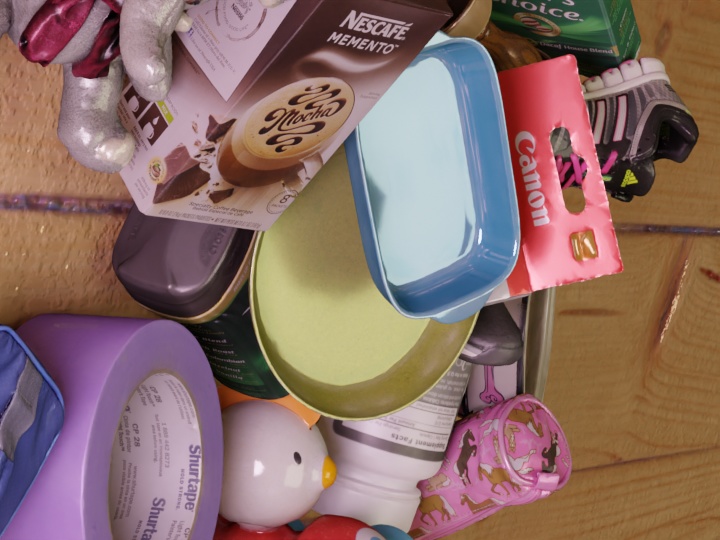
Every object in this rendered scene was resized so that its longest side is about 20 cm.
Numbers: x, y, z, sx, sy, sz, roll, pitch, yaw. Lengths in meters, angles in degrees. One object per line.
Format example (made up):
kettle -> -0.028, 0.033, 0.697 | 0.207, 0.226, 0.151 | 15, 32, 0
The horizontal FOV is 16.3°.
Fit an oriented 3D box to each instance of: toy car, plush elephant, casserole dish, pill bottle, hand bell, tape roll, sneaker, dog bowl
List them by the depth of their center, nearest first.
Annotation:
plush elephant -> -0.134, -0.158, 1.421 | 0.165, 0.155, 0.201 | 29, 73, -41
tape roll -> -0.166, 0.128, 1.596 | 0.200, 0.085, 0.201 | 2, 90, -68
casserole dish -> 0.043, -0.063, 1.661 | 0.121, 0.039, 0.201 | -23, 113, -32
hand bell -> 0.082, -0.170, 1.761 | 0.200, 0.104, 0.104 | 31, 80, -57
toy car -> -0.053, 0.165, 1.804 | 0.184, 0.176, 0.201 | -32, 126, -65
sneaker -> 0.169, -0.085, 1.821 | 0.200, 0.087, 0.074 | -27, 154, -32
sneaker -> 0.058, -0.027, 1.823 | 0.075, 0.200, 0.116 | -9, 133, -49
pill bottle -> 0.022, 0.094, 1.944 | 0.114, 0.114, 0.201 | 9, 100, -63
dog bowl -> 0.113, 0.038, 2.066 | 0.200, 0.074, 0.201 | 5, 90, -79

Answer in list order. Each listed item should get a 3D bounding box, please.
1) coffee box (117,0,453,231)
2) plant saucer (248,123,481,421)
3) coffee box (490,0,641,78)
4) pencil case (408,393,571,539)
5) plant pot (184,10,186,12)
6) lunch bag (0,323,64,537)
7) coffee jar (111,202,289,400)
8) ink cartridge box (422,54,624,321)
coffee box -> -0.054, -0.122, 1.541 | 0.113, 0.080, 0.200 | 7, 133, -48
plant saucer -> 0.000, 0.000, 1.685 | 0.200, 0.031, 0.201 | -9, 104, -37
coffee box -> 0.131, -0.203, 1.822 | 0.200, 0.123, 0.044 | 59, 49, -67
pencil case -> 0.076, 0.168, 2.006 | 0.087, 0.200, 0.083 | 56, 40, -4
plant pot -> -0.034, -0.222, 1.612 | 0.199, 0.027, 0.201 | -3, 97, -27
lunch bag -> -0.263, 0.112, 1.406 | 0.200, 0.132, 0.136 | -62, 151, -18
coffee jar -> -0.091, 0.007, 1.708 | 0.105, 0.085, 0.200 | -65, 152, -14
ink cartridge box -> 0.068, -0.052, 1.755 | 0.050, 0.199, 0.161 | -17, 94, -70
